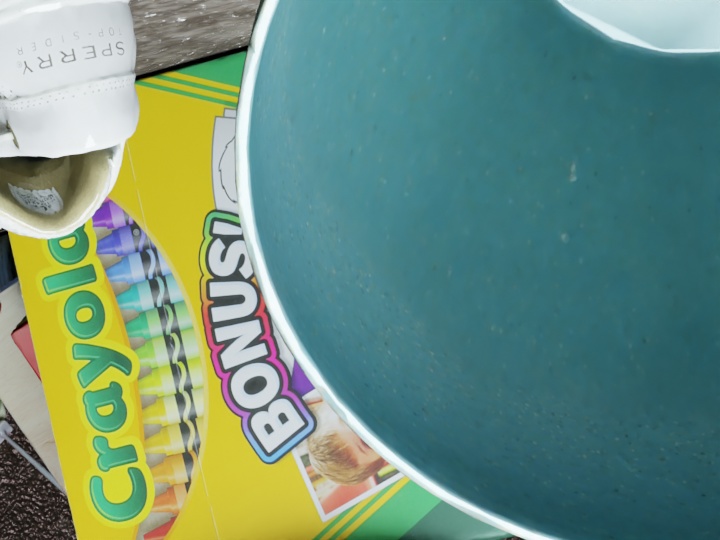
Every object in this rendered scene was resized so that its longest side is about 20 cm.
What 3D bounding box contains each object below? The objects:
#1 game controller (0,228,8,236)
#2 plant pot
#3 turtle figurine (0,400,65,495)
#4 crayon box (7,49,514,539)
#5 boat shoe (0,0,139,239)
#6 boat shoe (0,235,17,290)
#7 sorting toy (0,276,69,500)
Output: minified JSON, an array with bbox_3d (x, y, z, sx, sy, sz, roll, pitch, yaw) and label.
[{"bbox_3d":[-0.191,-0.016,0.992,0.198,0.042,0.104,-14,177,9],"label":"game controller"},{"bbox_3d":[0.078,-0.056,0.482,0.199,0.201,0.135,-15,-147,13],"label":"plant pot"},{"bbox_3d":[-0.306,0.108,1.454,0.144,0.200,0.194,-44,-155,-5],"label":"turtle figurine"},{"bbox_3d":[-0.036,0.020,0.871,0.171,0.202,0.058,-15,175,8],"label":"crayon box"},{"bbox_3d":[-0.104,-0.042,0.682,0.070,0.070,0.200,-15,178,-14],"label":"boat shoe"},{"bbox_3d":[-0.123,-0.011,1.096,0.074,0.075,0.202,-20,-169,12],"label":"boat shoe"},{"bbox_3d":[-0.042,0.057,0.971,0.199,0.200,0.070,-32,-171,8],"label":"sorting toy"}]
